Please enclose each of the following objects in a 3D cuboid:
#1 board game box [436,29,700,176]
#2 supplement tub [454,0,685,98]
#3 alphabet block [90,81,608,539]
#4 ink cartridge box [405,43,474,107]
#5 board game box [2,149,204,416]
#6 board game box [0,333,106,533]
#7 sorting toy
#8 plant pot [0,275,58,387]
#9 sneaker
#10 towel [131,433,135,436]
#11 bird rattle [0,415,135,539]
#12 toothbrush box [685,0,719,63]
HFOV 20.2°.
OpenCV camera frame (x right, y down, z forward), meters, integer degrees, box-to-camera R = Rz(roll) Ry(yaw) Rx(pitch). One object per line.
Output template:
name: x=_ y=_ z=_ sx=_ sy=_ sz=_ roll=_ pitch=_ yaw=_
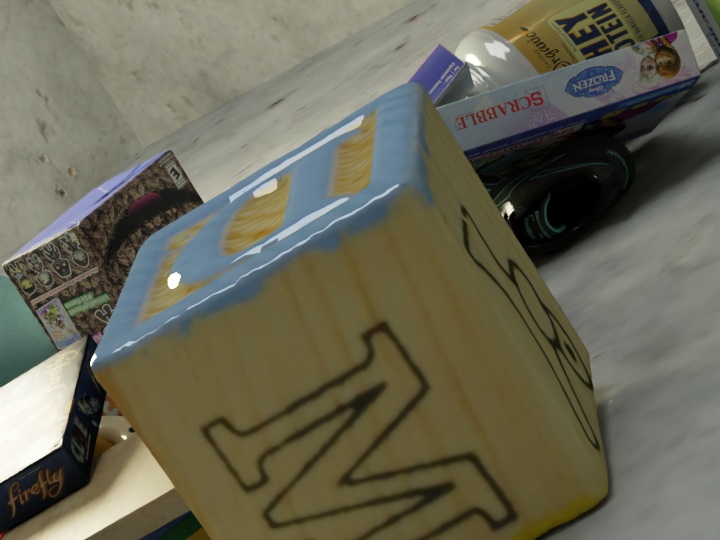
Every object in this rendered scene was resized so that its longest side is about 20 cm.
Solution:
board game box: x=0.146 y=-0.115 z=1.562 sx=0.199 sy=0.041 sz=0.200 roll=-18 pitch=-7 yaw=-4
supplement tub: x=0.170 y=-0.170 z=1.746 sx=0.200 sy=0.145 sz=0.144 roll=-36 pitch=11 yaw=-14
alphabet block: x=0.000 y=0.048 z=1.088 sx=0.196 sy=0.200 sz=0.196 roll=-29 pitch=16 yaw=14
ink cartridge box: x=0.047 y=-0.125 z=1.575 sx=0.095 sy=0.037 sz=0.200 roll=-51 pitch=-1 yaw=3
board game box: x=-0.180 y=0.028 z=1.719 sx=0.097 sy=0.201 sz=0.159 roll=-24 pitch=15 yaw=34
board game box: x=-0.254 y=0.130 z=1.482 sx=0.135 sy=0.035 sz=0.200 roll=-31 pitch=19 yaw=9
sorting toy: x=-0.147 y=0.169 z=1.357 sx=0.198 sy=0.070 sz=0.200 roll=-30 pitch=11 yaw=10
plant pot: x=-0.284 y=0.112 z=1.757 sx=0.134 sy=0.201 sz=0.200 roll=9 pitch=33 yaw=28
sneaker: x=0.113 y=-0.041 z=1.531 sx=0.199 sy=0.076 sz=0.079 roll=-30 pitch=14 yaw=18
towel: x=-0.092 y=0.106 z=1.556 sx=0.147 sy=0.050 sz=0.200 roll=-16 pitch=18 yaw=35
bird rattle: x=-0.240 y=0.163 z=1.588 sx=0.162 sy=0.113 sz=0.200 roll=-8 pitch=25 yaw=27
toothbrush box: x=0.370 y=-0.234 z=1.625 sx=0.145 sy=0.086 sz=0.200 roll=-34 pitch=10 yaw=-9
